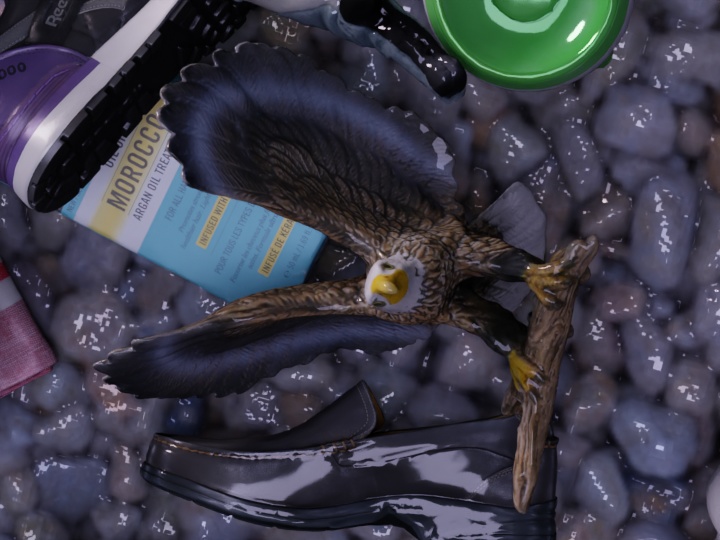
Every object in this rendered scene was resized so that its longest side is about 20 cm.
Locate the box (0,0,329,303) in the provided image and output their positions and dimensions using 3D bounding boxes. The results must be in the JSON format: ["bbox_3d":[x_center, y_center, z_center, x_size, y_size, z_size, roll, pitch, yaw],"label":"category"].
[{"bbox_3d":[-0.105,-0.058,1.053,0.199,0.049,0.083,27,102,1],"label":"box"}]

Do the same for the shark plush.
[{"bbox_3d":[-0.020,-0.135,0.902,0.199,0.083,0.091,27,93,37],"label":"shark plush"}]

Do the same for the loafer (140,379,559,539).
[{"bbox_3d":[-0.003,0.087,1.061,0.199,0.073,0.073,6,92,-4],"label":"loafer"}]

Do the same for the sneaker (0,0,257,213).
[{"bbox_3d":[-0.112,-0.124,0.996,0.087,0.076,0.200,36,63,12],"label":"sneaker"}]

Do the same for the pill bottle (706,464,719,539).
[{"bbox_3d":[0.227,0.096,1.008,0.112,0.112,0.200,36,101,0],"label":"pill bottle"}]

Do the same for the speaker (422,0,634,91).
[{"bbox_3d":[0.074,-0.124,0.943,0.088,0.200,0.089,1,100,7],"label":"speaker"}]

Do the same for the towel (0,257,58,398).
[{"bbox_3d":[-0.256,-0.007,1.095,0.144,0.023,0.201,-28,95,10],"label":"towel"}]

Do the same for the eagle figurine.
[{"bbox_3d":[0.000,-0.002,0.984,0.199,0.151,0.152,15,63,6],"label":"eagle figurine"}]
